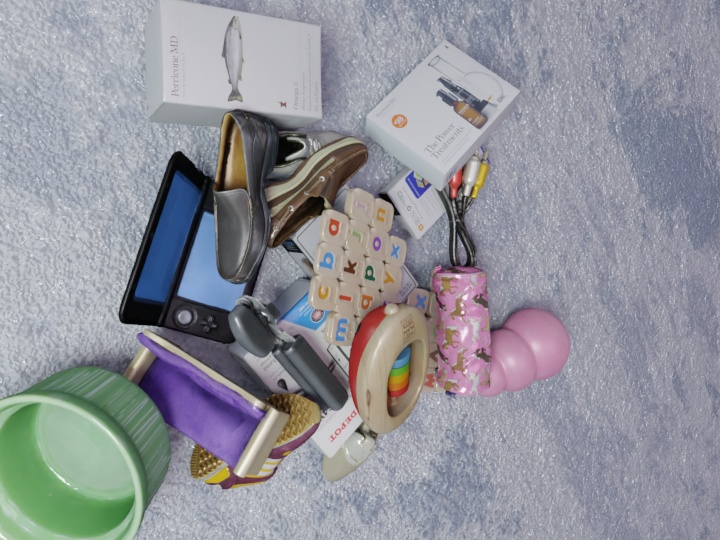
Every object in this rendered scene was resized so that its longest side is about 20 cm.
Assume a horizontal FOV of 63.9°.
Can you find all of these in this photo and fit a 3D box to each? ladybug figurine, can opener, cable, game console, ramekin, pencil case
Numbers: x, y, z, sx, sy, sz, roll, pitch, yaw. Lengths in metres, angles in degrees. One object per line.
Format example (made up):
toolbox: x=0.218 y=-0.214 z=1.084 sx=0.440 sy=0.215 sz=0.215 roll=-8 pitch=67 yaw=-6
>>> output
ladybug figurine: x=0.033 y=0.122 z=0.758 sx=0.135 sy=0.071 sz=0.203 roll=-30 pitch=133 yaw=-41
can opener: x=-0.092 y=0.109 z=0.720 sx=0.201 sy=0.052 sz=0.067 roll=50 pitch=54 yaw=-24
cable: x=0.158 y=-0.096 z=0.915 sx=0.096 sy=0.050 sz=0.204 roll=0 pitch=92 yaw=-29
game console: x=-0.191 y=-0.016 z=0.716 sx=0.174 sy=0.116 sz=0.203 roll=21 pitch=83 yaw=-29
ramekin: x=-0.307 y=0.205 z=0.625 sx=0.197 sy=0.098 sz=0.203 roll=2 pitch=105 yaw=7
pencil case: x=0.156 y=0.091 z=0.899 sx=0.085 sy=0.083 sz=0.204 roll=-6 pitch=99 yaw=-23

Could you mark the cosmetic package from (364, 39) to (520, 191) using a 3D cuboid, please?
cosmetic package: x=0.125 y=-0.241 z=0.882 sx=0.150 sy=0.052 sz=0.200 roll=37 pitch=70 yaw=14

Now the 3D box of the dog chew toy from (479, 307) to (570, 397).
dog chew toy: x=0.262 y=0.148 z=0.991 sx=0.198 sy=0.124 sz=0.126 roll=-25 pitch=105 yaw=-20

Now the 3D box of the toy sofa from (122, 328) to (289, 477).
toy sofa: x=-0.191 y=0.154 z=0.677 sx=0.084 sy=0.198 sz=0.098 roll=-59 pitch=161 yaw=-12

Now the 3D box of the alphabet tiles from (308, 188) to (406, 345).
alphabet tiles: x=0.000 y=0.000 z=0.771 sx=0.195 sy=0.014 sz=0.203 roll=15 pitch=83 yaw=-54

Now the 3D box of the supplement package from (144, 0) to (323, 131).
supplement package: x=-0.158 y=-0.246 z=0.720 sx=0.197 sy=0.117 sz=0.119 roll=-3 pitch=95 yaw=-30

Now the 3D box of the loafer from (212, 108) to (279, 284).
loafer: x=-0.148 y=-0.085 z=0.672 sx=0.072 sy=0.072 sz=0.204 roll=4 pitch=90 yaw=-65

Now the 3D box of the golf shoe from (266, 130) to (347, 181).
golf shoe: x=-0.079 y=-0.155 z=0.785 sx=0.198 sy=0.097 sz=0.080 roll=-13 pitch=98 yaw=-31

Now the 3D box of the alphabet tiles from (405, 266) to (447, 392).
alphabet tiles: x=0.136 y=0.100 z=0.948 sx=0.194 sy=0.014 sz=0.203 roll=13 pitch=86 yaw=-43

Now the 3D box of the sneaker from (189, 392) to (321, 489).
sneaker: x=-0.123 y=0.227 z=0.756 sx=0.198 sy=0.076 sz=0.090 roll=-27 pitch=136 yaw=17

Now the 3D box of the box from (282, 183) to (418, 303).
box: x=-0.016 y=-0.014 z=0.847 sx=0.117 sy=0.060 sz=0.201 roll=-48 pitch=116 yaw=-19

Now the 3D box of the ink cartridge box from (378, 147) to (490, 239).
ink cartridge box: x=0.124 y=-0.151 z=0.938 sx=0.200 sy=0.037 sz=0.095 roll=-44 pitch=114 yaw=-18

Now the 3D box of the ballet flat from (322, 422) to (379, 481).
ballet flat: x=0.010 y=0.234 z=0.878 sx=0.069 sy=0.069 sz=0.202 roll=37 pitch=75 yaw=-26

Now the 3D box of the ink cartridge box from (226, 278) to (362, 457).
ink cartridge box: x=-0.065 y=0.136 z=0.817 sx=0.146 sy=0.084 sz=0.201 roll=-45 pitch=112 yaw=-20

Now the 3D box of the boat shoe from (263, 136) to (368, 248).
boat shoe: x=-0.058 y=-0.097 z=0.756 sx=0.201 sy=0.075 sz=0.075 roll=-38 pitch=70 yaw=-17
